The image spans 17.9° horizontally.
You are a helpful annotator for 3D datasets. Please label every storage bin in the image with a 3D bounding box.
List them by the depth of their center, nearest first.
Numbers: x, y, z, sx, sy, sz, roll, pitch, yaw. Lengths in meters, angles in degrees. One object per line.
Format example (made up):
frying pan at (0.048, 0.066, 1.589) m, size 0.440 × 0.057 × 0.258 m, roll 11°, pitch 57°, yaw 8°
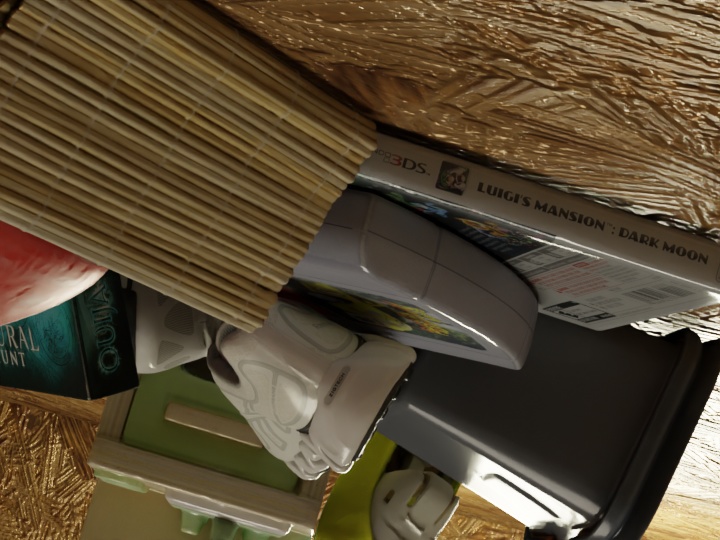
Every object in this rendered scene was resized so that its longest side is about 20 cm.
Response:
storage bin at (0.079, 0.076, 1.179) m, size 0.134 × 0.146 × 0.200 m, roll 27°, pitch 171°, yaw -3°

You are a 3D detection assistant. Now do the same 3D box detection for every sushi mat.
sushi mat at (-0.067, -0.043, 0.794) m, size 0.012 × 0.096 × 0.200 m, roll 33°, pitch -177°, yaw 34°

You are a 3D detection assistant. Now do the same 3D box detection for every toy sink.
toy sink at (-0.075, 0.085, 1.269) m, size 0.130 × 0.200 × 0.112 m, roll 17°, pitch 172°, yaw 0°

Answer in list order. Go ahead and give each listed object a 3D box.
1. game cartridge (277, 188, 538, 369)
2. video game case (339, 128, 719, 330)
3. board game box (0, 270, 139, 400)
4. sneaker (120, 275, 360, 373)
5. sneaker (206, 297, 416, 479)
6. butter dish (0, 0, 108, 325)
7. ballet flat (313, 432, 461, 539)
game cartridge at (0.000, 0.000, 0.996) m, size 0.133 × 0.041 × 0.200 m, roll 8°, pitch 169°, yaw 26°
video game case at (0.051, -0.016, 0.988) m, size 0.182 × 0.023 × 0.200 m, roll 17°, pitch 172°, yaw -9°
board game box at (-0.173, -0.016, 1.043) m, size 0.028 × 0.135 × 0.200 m, roll -16°, pitch -170°, yaw -35°
sneaker at (-0.053, 0.009, 1.124) m, size 0.115 × 0.076 × 0.200 m, roll 6°, pitch -168°, yaw 11°
sneaker at (-0.029, 0.047, 1.044) m, size 0.081 × 0.075 × 0.200 m, roll 30°, pitch 169°, yaw -2°
butter dish at (-0.172, -0.022, 0.812) m, size 0.200 × 0.148 × 0.199 m, roll -11°, pitch 164°, yaw 20°
ballet flat at (0.034, 0.110, 1.290) m, size 0.067 × 0.200 × 0.067 m, roll -13°, pitch 129°, yaw 48°
